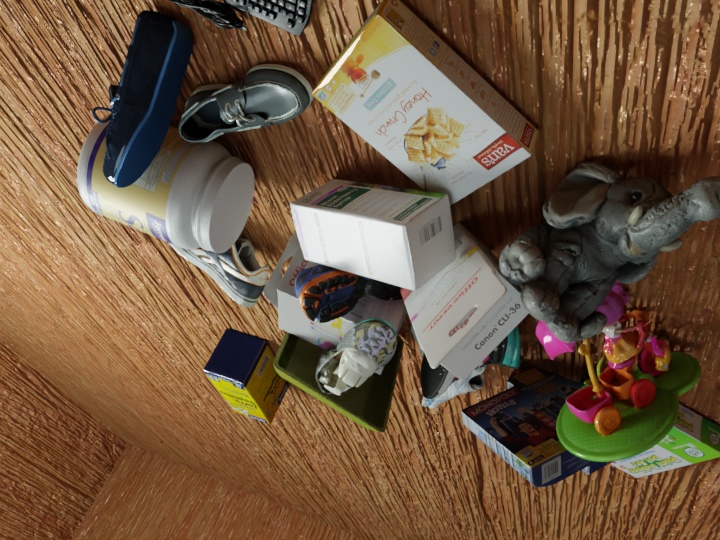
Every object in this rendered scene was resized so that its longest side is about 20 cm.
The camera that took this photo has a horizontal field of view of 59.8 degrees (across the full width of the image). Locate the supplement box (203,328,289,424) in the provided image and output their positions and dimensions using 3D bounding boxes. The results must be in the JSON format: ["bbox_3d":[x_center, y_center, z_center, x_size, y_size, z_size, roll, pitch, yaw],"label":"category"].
[{"bbox_3d":[-0.249,0.240,1.400,0.106,0.111,0.202,13,147,22],"label":"supplement box"}]

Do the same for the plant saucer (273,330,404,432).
[{"bbox_3d":[-0.036,0.140,0.992,0.198,0.202,0.048,33,128,-11],"label":"plant saucer"}]

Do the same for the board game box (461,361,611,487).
[{"bbox_3d":[0.250,0.207,0.878,0.199,0.196,0.063,31,134,60],"label":"board game box"}]

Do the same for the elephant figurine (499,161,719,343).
[{"bbox_3d":[0.242,-0.035,0.606,0.200,0.157,0.140,-47,144,21],"label":"elephant figurine"}]

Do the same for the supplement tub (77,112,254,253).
[{"bbox_3d":[-0.256,-0.116,0.840,0.195,0.148,0.147,21,149,11],"label":"supplement tub"}]

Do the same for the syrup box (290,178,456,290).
[{"bbox_3d":[0.010,-0.049,0.738,0.197,0.078,0.083,17,129,44],"label":"syrup box"}]

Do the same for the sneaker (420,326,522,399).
[{"bbox_3d":[0.164,0.116,0.885,0.117,0.085,0.202,5,140,-17],"label":"sneaker"}]

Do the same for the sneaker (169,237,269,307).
[{"bbox_3d":[-0.228,-0.034,1.017,0.198,0.078,0.080,38,107,7],"label":"sneaker"}]

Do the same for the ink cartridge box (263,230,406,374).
[{"bbox_3d":[-0.029,0.034,0.904,0.196,0.130,0.126,23,150,7],"label":"ink cartridge box"}]

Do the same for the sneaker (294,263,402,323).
[{"bbox_3d":[0.000,0.000,0.812,0.078,0.196,0.077,38,134,49],"label":"sneaker"}]

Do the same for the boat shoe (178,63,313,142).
[{"bbox_3d":[-0.138,-0.185,0.729,0.196,0.063,0.073,2,142,36],"label":"boat shoe"}]

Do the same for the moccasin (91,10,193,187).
[{"bbox_3d":[-0.257,-0.199,0.730,0.067,0.203,0.080,29,-168,5],"label":"moccasin"}]

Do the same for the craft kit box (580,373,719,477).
[{"bbox_3d":[0.404,0.238,0.956,0.194,0.049,0.201,26,150,-2],"label":"craft kit box"}]

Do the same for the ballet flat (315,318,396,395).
[{"bbox_3d":[-0.010,0.128,0.836,0.071,0.073,0.200,31,149,-9],"label":"ballet flat"}]

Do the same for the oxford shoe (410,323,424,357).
[{"bbox_3d":[0.112,0.060,0.903,0.202,0.073,0.059,100,148,-57],"label":"oxford shoe"}]

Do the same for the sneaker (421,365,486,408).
[{"bbox_3d":[0.158,0.188,1.047,0.085,0.076,0.201,19,149,2],"label":"sneaker"}]

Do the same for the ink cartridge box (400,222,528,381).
[{"bbox_3d":[0.117,0.038,0.705,0.067,0.201,0.117,37,105,-17],"label":"ink cartridge box"}]

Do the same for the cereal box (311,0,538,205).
[{"bbox_3d":[0.062,-0.159,0.633,0.198,0.040,0.143,37,150,-15],"label":"cereal box"}]

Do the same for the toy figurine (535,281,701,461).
[{"bbox_3d":[0.291,0.087,0.741,0.187,0.197,0.150,60,173,-17],"label":"toy figurine"}]

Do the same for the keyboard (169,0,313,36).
[{"bbox_3d":[-0.141,-0.280,0.613,0.196,0.040,0.105,26,149,4],"label":"keyboard"}]
